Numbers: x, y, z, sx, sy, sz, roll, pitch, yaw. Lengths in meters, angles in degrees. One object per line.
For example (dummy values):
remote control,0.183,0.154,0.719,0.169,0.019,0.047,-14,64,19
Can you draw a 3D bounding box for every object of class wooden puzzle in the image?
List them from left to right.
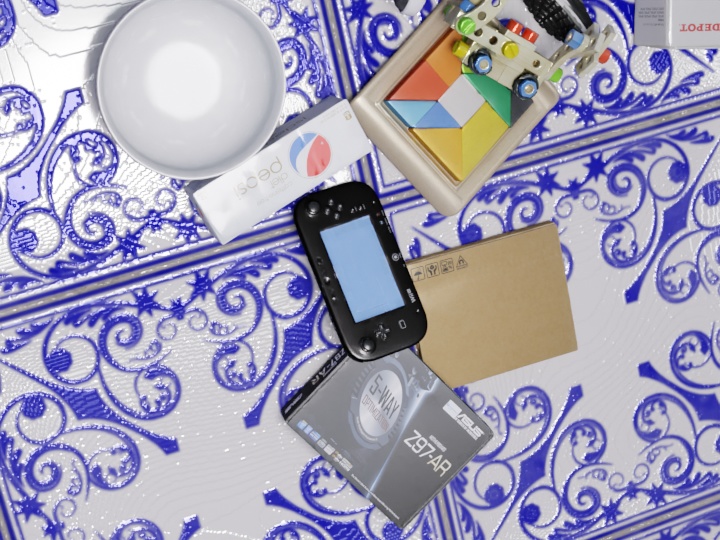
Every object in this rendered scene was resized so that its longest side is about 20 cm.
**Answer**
wooden puzzle,0.111,-0.191,1.540,0.200,0.037,0.185,-47,109,-4

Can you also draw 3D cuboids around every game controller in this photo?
game controller,0.000,0.000,1.504,0.104,0.042,0.201,-20,81,-11

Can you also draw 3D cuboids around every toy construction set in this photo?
toy construction set,0.176,-0.266,1.485,0.199,0.092,0.132,29,104,-6

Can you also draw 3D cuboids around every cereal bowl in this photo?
cereal bowl,-0.183,-0.198,1.423,0.198,0.083,0.202,-3,100,-16

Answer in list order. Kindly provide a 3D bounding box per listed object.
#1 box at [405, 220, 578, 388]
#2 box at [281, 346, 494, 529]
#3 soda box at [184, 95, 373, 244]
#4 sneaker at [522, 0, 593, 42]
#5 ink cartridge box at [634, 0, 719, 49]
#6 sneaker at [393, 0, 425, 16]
box,0.155,0.045,1.603,0.199,0.021,0.165,-15,104,-14
box,0.032,0.177,1.565,0.160,0.044,0.200,-45,105,1
soda box,-0.090,-0.112,1.478,0.199,0.064,0.068,-33,108,-8
sneaker,0.219,-0.344,1.529,0.200,0.076,0.088,45,79,-19
ink cartridge box,0.403,-0.361,1.575,0.143,0.084,0.202,-4,100,-17
sneaker,0.018,-0.378,1.460,0.113,0.075,0.202,-2,95,-16
